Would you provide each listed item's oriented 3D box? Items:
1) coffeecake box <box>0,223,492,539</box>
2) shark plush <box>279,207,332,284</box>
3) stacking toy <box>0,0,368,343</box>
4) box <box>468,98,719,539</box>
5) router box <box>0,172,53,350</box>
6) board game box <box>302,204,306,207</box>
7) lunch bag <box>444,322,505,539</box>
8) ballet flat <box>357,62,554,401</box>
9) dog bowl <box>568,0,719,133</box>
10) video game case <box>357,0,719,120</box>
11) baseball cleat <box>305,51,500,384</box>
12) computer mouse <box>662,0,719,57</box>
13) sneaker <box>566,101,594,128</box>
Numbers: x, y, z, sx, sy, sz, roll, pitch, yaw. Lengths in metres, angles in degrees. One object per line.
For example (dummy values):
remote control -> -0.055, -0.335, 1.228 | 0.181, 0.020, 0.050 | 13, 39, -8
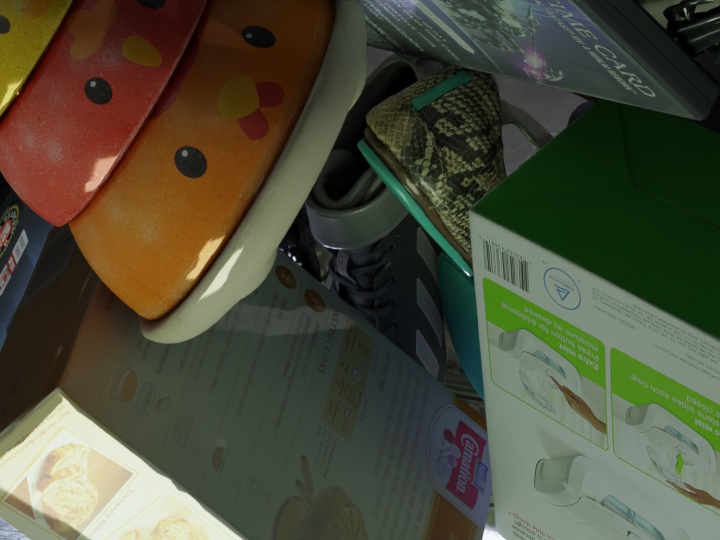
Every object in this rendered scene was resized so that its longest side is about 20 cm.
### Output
coffeecake box -> -0.046, 0.073, 1.172 | 0.200, 0.154, 0.073 | 40, 126, -18
shark plush -> -0.055, -0.007, 1.351 | 0.083, 0.091, 0.200 | 30, -172, -8
stacking toy -> -0.110, -0.077, 1.063 | 0.199, 0.147, 0.146 | 29, 157, -14
box -> 0.146, 0.059, 1.107 | 0.199, 0.097, 0.177 | 27, 142, 34
router box -> -0.162, -0.027, 1.284 | 0.062, 0.151, 0.200 | 22, 164, 6
board game box -> -0.058, -0.042, 1.299 | 0.102, 0.020, 0.200 | 1, -174, 13
lunch bag -> 0.015, 0.057, 1.467 | 0.138, 0.169, 0.200 | 11, 161, -18
ballet flat -> 0.059, -0.014, 1.188 | 0.075, 0.068, 0.200 | -36, 144, -7
dog bowl -> 0.153, -0.109, 1.081 | 0.198, 0.059, 0.200 | 7, 162, 2
video game case -> 0.016, -0.110, 1.053 | 0.199, 0.019, 0.143 | 16, 164, 46
baseball cleat -> 0.000, 0.000, 1.250 | 0.069, 0.201, 0.106 | 17, -169, 28
computer mouse -> 0.210, -0.060, 1.046 | 0.138, 0.053, 0.200 | -3, 149, 38
sneaker -> 0.169, -0.012, 1.180 | 0.200, 0.082, 0.074 | 36, 155, 22
